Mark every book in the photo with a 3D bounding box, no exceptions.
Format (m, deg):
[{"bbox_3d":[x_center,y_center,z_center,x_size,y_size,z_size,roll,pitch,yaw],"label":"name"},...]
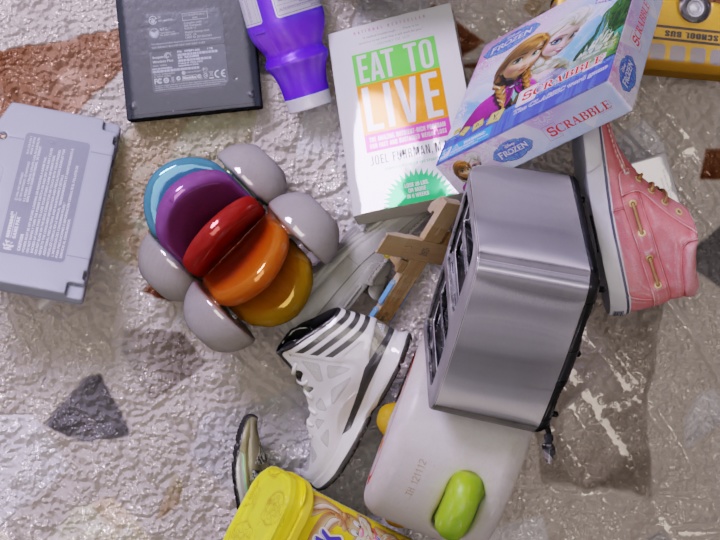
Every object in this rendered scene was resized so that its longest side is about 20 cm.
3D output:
[{"bbox_3d":[0.045,-0.154,1.535,0.133,0.048,0.201,-12,70,7],"label":"book"}]

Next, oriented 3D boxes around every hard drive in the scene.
[{"bbox_3d":[-0.178,-0.259,1.576,0.138,0.033,0.202,-6,89,2],"label":"hard drive"}]

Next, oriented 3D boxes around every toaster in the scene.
[{"bbox_3d":[0.133,0.031,1.374,0.118,0.201,0.182,10,124,-7],"label":"toaster"}]

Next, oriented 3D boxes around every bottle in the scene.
[{"bbox_3d":[-0.077,-0.260,1.548,0.065,0.083,0.201,-7,104,44],"label":"bottle"}]

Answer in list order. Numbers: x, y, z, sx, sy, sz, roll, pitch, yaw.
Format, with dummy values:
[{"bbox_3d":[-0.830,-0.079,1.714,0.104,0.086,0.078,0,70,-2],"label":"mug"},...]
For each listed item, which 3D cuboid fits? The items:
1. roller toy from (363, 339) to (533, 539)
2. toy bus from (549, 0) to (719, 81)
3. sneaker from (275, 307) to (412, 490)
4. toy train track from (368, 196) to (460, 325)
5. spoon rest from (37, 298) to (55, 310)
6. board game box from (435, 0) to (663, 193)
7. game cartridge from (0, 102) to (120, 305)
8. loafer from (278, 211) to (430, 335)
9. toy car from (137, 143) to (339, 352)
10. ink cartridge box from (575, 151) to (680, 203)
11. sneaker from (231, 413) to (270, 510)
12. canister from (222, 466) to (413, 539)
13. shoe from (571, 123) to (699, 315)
[{"bbox_3d":[0.082,0.163,1.487,0.139,0.200,0.184,21,78,1],"label":"roller toy"},{"bbox_3d":[0.289,-0.237,1.548,0.198,0.065,0.079,5,91,1],"label":"toy bus"},{"bbox_3d":[-0.038,0.117,1.520,0.115,0.076,0.201,27,117,0],"label":"sneaker"},{"bbox_3d":[0.035,0.006,1.511,0.201,0.114,0.033,-59,45,22],"label":"toy train track"},{"bbox_3d":[-0.363,-0.039,1.572,0.099,0.061,0.200,-41,75,-1],"label":"spoon rest"},{"bbox_3d":[0.179,-0.182,1.438,0.199,0.200,0.041,-25,119,37],"label":"board game box"},{"bbox_3d":[-0.321,-0.068,1.533,0.132,0.041,0.201,12,63,-8],"label":"game cartridge"},{"bbox_3d":[0.000,0.000,1.553,0.200,0.070,0.070,-42,103,2],"label":"loafer"},{"bbox_3d":[-0.135,-0.035,1.494,0.175,0.150,0.200,-47,57,1],"label":"toy car"},{"bbox_3d":[0.206,-0.053,1.520,0.199,0.116,0.068,-16,89,2],"label":"ink cartridge box"},{"bbox_3d":[-0.079,0.238,1.551,0.088,0.077,0.202,-11,95,-8],"label":"sneaker"},{"bbox_3d":[-0.032,0.296,1.493,0.199,0.086,0.149,30,84,-28],"label":"canister"},{"bbox_3d":[0.255,-0.064,1.428,0.090,0.071,0.202,-12,94,0],"label":"shoe"}]
